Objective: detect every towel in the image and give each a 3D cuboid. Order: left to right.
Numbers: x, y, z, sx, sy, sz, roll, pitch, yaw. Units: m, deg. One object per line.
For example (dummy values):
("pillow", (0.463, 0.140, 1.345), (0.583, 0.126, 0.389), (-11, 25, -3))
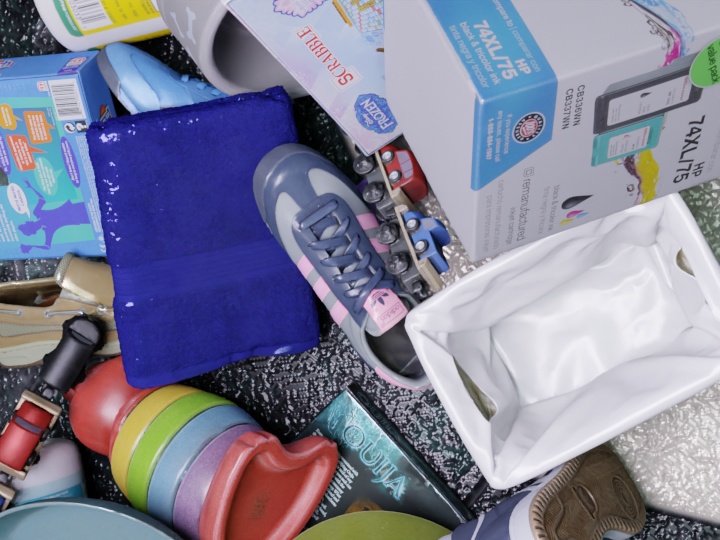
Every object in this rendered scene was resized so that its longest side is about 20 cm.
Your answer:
("towel", (-0.109, -0.023, 0.947), (0.146, 0.050, 0.202), (-12, 117, -15))

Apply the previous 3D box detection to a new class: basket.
("basket", (0.152, 0.037, 0.909), (0.199, 0.123, 0.136), (-30, 86, 16))

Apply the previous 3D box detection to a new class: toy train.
("toy train", (-0.242, 0.122, 0.963), (0.034, 0.046, 0.201), (30, 85, -9))
("toy train", (0.024, -0.061, 0.934), (0.046, 0.034, 0.201), (-26, 49, 11))

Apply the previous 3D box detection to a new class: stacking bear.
("stacking bear", (-0.136, 0.128, 0.992), (0.199, 0.121, 0.114), (29, 97, 33))

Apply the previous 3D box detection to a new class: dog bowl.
("dog bowl", (-0.035, -0.189, 0.902), (0.199, 0.200, 0.059), (-31, 67, 15))

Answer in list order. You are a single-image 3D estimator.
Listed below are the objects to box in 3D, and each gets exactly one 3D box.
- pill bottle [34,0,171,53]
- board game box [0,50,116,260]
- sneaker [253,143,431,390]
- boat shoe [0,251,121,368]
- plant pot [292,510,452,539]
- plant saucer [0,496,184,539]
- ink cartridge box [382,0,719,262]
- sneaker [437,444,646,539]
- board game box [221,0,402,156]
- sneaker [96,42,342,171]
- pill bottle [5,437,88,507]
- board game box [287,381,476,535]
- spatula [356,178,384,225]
("pill bottle", (-0.130, -0.231, 0.975), (0.198, 0.113, 0.114), (-10, 91, 16))
("board game box", (-0.277, -0.083, 1.031), (0.198, 0.045, 0.153), (-2, 120, 15))
("sneaker", (0.000, 0.000, 0.926), (0.070, 0.082, 0.200), (-39, 120, -6))
("boat shoe", (-0.207, 0.021, 1.023), (0.198, 0.072, 0.077), (-14, 119, 16))
("plant pot", (0.011, 0.288, 0.881), (0.185, 0.200, 0.189), (0, 107, 1))
("plant saucer", (-0.182, 0.226, 0.942), (0.198, 0.036, 0.201), (5, 124, 8))
("ink cartridge box", (0.130, -0.130, 0.797), (0.198, 0.147, 0.147), (-19, 56, -10))
("sneaker", (0.115, 0.177, 0.898), (0.108, 0.200, 0.070), (-37, 78, 25))
("board game box", (0.037, -0.181, 0.841), (0.199, 0.200, 0.041), (-32, 57, 11))
("sneaker", (-0.100, -0.111, 0.987), (0.200, 0.066, 0.079), (41, 108, -5))
("pill bottle", (-0.255, 0.238, 1.043), (0.110, 0.111, 0.202), (-10, 91, 16))
("board game box", (0.014, 0.202, 1.007), (0.135, 0.028, 0.200), (-44, 81, 14))
("spatula", (-0.044, 0.002, 1.014), (0.199, 0.021, 0.057), (-36, 86, 15))
